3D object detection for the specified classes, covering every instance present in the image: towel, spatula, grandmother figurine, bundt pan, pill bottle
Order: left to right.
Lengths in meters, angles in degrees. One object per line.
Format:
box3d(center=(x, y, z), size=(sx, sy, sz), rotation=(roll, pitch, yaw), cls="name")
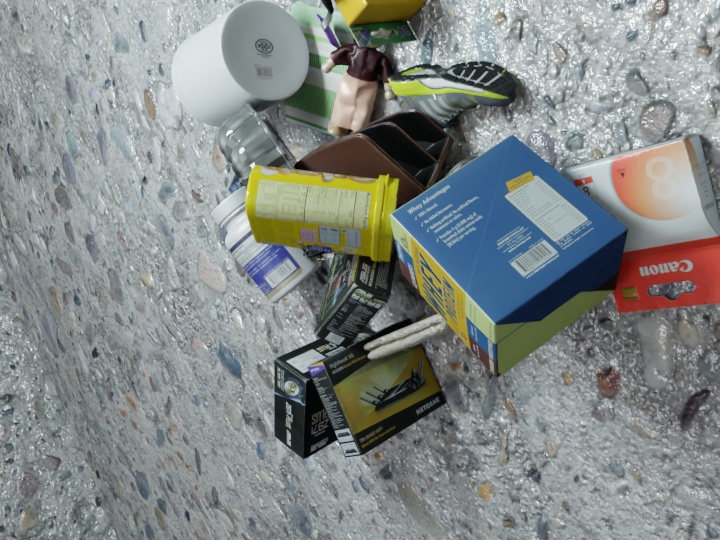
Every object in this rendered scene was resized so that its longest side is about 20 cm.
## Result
box3d(center=(-0.157, -0.159, 1.158), size=(0.202, 0.076, 0.202), rotation=(55, 173, 10), cls="bundt pan")
box3d(center=(-0.176, -0.051, 1.349), size=(0.200, 0.120, 0.120), rotation=(52, 138, -3), cls="pill bottle")
box3d(center=(-0.068, -0.332, 1.223), size=(0.152, 0.023, 0.201), rotation=(26, 123, 37), cls="towel")
box3d(center=(-0.048, -0.369, 1.062), size=(0.057, 0.020, 0.200), rotation=(64, 179, 3), cls="spatula")
box3d(center=(0.000, -0.301, 1.130), size=(0.121, 0.061, 0.201), rotation=(15, 123, -7), cls="grandmother figurine")
box3d(center=(0.107, 0.090, 1.129), size=(0.200, 0.132, 0.035), rotation=(-29, 81, 49), cls="towel")

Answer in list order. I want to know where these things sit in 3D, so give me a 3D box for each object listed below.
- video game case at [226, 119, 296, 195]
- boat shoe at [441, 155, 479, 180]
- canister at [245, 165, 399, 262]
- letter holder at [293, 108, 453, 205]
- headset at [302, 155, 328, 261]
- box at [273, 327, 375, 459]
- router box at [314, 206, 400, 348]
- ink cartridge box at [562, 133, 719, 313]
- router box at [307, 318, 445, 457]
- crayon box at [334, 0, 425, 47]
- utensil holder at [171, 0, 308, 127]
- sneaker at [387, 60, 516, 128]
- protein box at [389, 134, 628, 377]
box3d(center=(-0.176, -0.155, 1.412), size=(0.183, 0.023, 0.200), rotation=(54, 138, 16), cls="video game case")
box3d(center=(0.129, -0.079, 1.080), size=(0.074, 0.075, 0.200), rotation=(51, 138, 12), cls="boat shoe")
box3d(center=(-0.051, -0.080, 1.026), size=(0.149, 0.199, 0.087), rotation=(90, -173, -69), cls="canister")
box3d(center=(0.010, -0.170, 1.081), size=(0.142, 0.101, 0.200), rotation=(36, 155, -24), cls="letter holder")
box3d(center=(-0.071, -0.103, 1.248), size=(0.201, 0.093, 0.124), rotation=(78, 169, -46), cls="headset")
box3d(center=(-0.050, 0.206, 1.293), size=(0.086, 0.199, 0.165), rotation=(27, 124, 38), cls="box")
box3d(center=(0.000, 0.000, 1.168), size=(0.062, 0.201, 0.150), rotation=(24, 137, -13), cls="router box")
box3d(center=(0.343, -0.045, 0.884), size=(0.162, 0.050, 0.201), rotation=(-12, 94, 49), cls="ink cartridge box")
box3d(center=(0.030, 0.187, 1.201), size=(0.052, 0.199, 0.158), rotation=(-26, 88, 52), cls="router box")
box3d(center=(0.008, -0.415, 1.028), size=(0.052, 0.125, 0.201), rotation=(-34, 81, 48), cls="crayon box")
box3d(center=(-0.200, -0.341, 1.225), size=(0.200, 0.169, 0.171), rotation=(-3, 104, 57), cls="utensil holder")
box3d(center=(0.131, -0.241, 1.025), size=(0.199, 0.074, 0.081), rotation=(16, 136, 42), cls="sneaker")
box3d(center=(0.178, -0.021, 0.910), size=(0.200, 0.198, 0.135), rotation=(49, 166, 33), cls="protein box")
